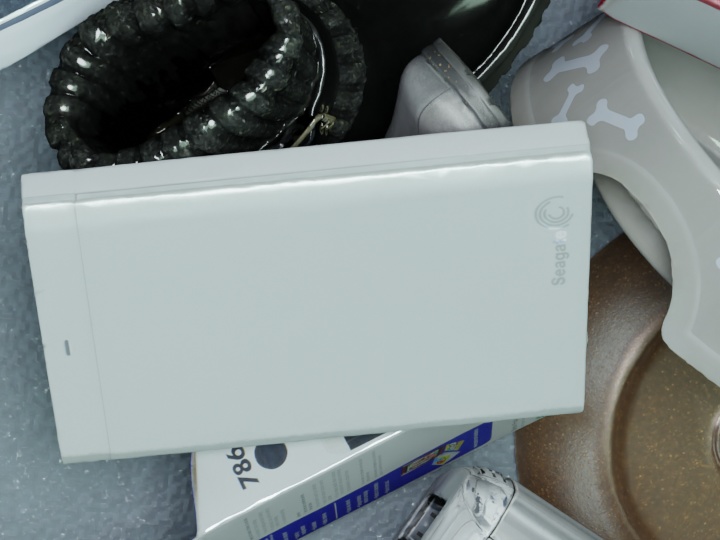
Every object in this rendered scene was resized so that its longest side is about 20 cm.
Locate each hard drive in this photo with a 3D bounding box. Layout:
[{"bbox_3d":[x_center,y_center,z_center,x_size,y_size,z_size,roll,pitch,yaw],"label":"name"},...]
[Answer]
[{"bbox_3d":[-0.017,0.010,0.983,0.199,0.026,0.132,-5,134,-3],"label":"hard drive"}]

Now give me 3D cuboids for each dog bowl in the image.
[{"bbox_3d":[0.152,-0.030,1.059,0.200,0.200,0.059,35,118,-18],"label":"dog bowl"}]

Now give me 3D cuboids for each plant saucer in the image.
[{"bbox_3d":[0.166,0.069,1.167,0.199,0.037,0.201,-2,100,-14],"label":"plant saucer"}]

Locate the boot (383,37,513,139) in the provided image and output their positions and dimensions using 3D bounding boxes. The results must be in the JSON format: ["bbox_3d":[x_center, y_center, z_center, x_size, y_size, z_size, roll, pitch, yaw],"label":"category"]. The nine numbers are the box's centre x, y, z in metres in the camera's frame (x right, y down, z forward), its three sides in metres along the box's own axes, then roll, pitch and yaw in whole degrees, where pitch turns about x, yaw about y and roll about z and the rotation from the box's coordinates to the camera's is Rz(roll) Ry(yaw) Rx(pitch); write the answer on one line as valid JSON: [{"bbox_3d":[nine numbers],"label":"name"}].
[{"bbox_3d":[0.000,0.000,1.036,0.131,0.200,0.070,-30,65,-12],"label":"boot"}]

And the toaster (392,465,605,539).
[{"bbox_3d":[0.066,0.152,1.087,0.129,0.200,0.114,37,88,0],"label":"toaster"}]

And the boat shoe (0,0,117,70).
[{"bbox_3d":[-0.094,-0.155,0.994,0.200,0.071,0.091,-34,130,-14],"label":"boat shoe"}]

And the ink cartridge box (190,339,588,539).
[{"bbox_3d":[-0.005,0.070,1.084,0.199,0.100,0.039,-27,75,-8],"label":"ink cartridge box"}]

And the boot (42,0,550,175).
[{"bbox_3d":[-0.015,-0.094,1.021,0.079,0.158,0.211,38,88,25],"label":"boot"}]

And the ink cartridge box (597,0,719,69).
[{"bbox_3d":[0.197,-0.162,0.996,0.145,0.083,0.201,24,82,-2],"label":"ink cartridge box"}]
